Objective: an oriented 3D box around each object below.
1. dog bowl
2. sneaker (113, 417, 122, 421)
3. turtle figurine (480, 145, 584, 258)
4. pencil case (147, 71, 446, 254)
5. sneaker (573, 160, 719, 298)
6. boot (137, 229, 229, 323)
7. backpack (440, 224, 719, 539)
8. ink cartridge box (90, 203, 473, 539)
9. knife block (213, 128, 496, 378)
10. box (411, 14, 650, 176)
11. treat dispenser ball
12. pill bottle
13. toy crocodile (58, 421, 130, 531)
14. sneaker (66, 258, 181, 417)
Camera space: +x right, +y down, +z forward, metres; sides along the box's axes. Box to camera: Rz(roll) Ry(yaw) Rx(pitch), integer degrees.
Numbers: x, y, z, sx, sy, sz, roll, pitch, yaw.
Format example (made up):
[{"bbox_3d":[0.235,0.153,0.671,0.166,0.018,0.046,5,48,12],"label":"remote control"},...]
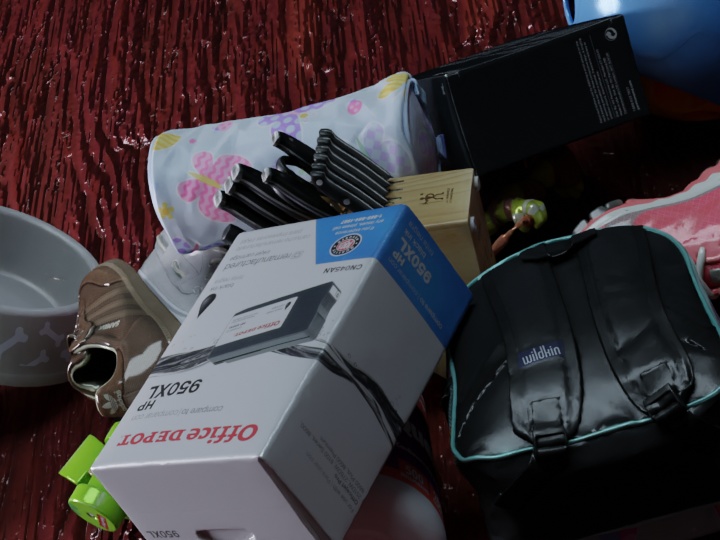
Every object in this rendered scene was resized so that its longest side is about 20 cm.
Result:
[{"bbox_3d":[-0.286,0.011,1.667,0.199,0.059,0.200,17,24,-8],"label":"dog bowl"},{"bbox_3d":[-0.123,0.079,1.536,0.087,0.074,0.200,-34,32,-18],"label":"sneaker"},{"bbox_3d":[0.076,-0.035,1.560,0.161,0.065,0.200,-35,3,-40],"label":"turtle figurine"},{"bbox_3d":[-0.045,-0.073,1.479,0.199,0.091,0.083,-13,-10,14],"label":"pencil case"},{"bbox_3d":[0.215,-0.012,1.428,0.199,0.074,0.087,-29,33,-8],"label":"sneaker"},{"bbox_3d":[-0.103,0.000,1.537,0.200,0.073,0.096,30,100,60],"label":"boot"},{"bbox_3d":[0.139,0.072,1.287,0.175,0.154,0.201,-20,39,7],"label":"backpack"},{"bbox_3d":[-0.044,0.066,1.268,0.144,0.084,0.201,-9,39,41],"label":"ink cartridge box"},{"bbox_3d":[0.000,0.000,1.432,0.174,0.201,0.064,-8,34,13],"label":"knife block"},{"bbox_3d":[0.100,-0.121,1.571,0.140,0.079,0.200,-18,6,-16],"label":"box"},{"bbox_3d":[0.248,-0.210,1.596,0.199,0.202,0.201,-17,31,11],"label":"treat dispenser ball"},{"bbox_3d":[-0.009,0.123,1.352,0.112,0.113,0.200,-19,32,8],"label":"pill bottle"},{"bbox_3d":[-0.128,0.149,1.453,0.199,0.062,0.068,8,59,38],"label":"toy crocodile"},{"bbox_3d":[-0.173,0.046,1.483,0.075,0.071,0.200,-23,21,-17],"label":"sneaker"}]
